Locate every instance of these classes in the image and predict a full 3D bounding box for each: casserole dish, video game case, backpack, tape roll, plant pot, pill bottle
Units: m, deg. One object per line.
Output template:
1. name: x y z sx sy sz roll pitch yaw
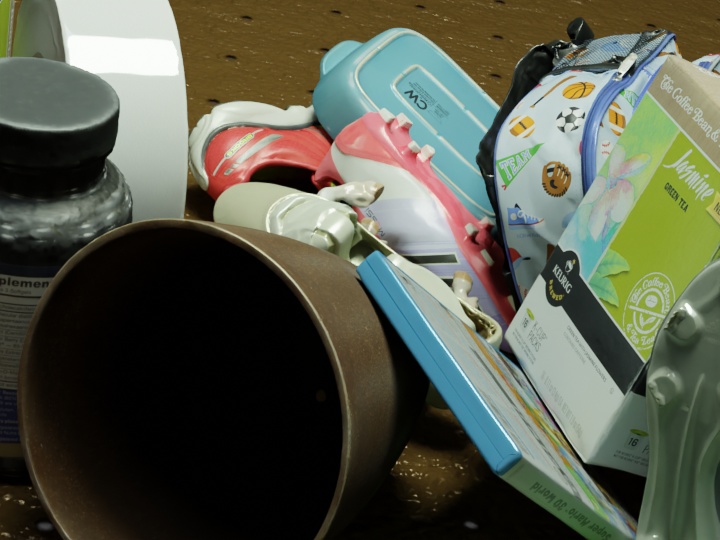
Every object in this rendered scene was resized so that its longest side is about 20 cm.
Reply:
1. casserole dish: 0.056 -0.095 1.311 0.200 0.039 0.121 44 48 3
2. video game case: 0.081 0.079 0.966 0.200 0.018 0.144 38 13 -53
3. backpack: 0.165 -0.045 1.175 0.153 0.202 0.190 -8 20 41
4. tape roll: -0.162 -0.075 1.119 0.070 0.204 0.203 0 30 -21
5. plant pot: -0.044 0.059 0.967 0.186 0.189 0.200 24 16 22
6. pill bottle: -0.178 -0.003 0.979 0.110 0.202 0.112 8 28 -5

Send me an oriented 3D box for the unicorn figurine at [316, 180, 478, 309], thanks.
1. unicorn figurine: -0.020 0.008 1.147 0.199 0.074 0.137 34 46 26

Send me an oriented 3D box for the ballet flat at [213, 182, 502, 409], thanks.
1. ballet flat: 0.000 0.000 1.082 0.199 0.070 0.069 36 34 11

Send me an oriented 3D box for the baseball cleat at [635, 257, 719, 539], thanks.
1. baseball cleat: 0.186 0.084 0.959 0.069 0.202 0.106 22 20 31

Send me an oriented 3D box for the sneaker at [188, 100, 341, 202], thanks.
1. sneaker: -0.027 -0.070 1.316 0.198 0.077 0.085 -8 53 -29

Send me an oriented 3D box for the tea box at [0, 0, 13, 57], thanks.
1. tea box: -0.299 -0.130 1.151 0.132 0.202 0.197 11 27 1

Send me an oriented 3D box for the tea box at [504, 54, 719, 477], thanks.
1. tea box: 0.225 0.018 1.046 0.198 0.198 0.134 17 23 -27

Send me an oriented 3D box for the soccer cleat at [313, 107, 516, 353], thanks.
1. soccer cleat: 0.045 -0.017 1.225 0.201 0.076 0.067 55 22 19
